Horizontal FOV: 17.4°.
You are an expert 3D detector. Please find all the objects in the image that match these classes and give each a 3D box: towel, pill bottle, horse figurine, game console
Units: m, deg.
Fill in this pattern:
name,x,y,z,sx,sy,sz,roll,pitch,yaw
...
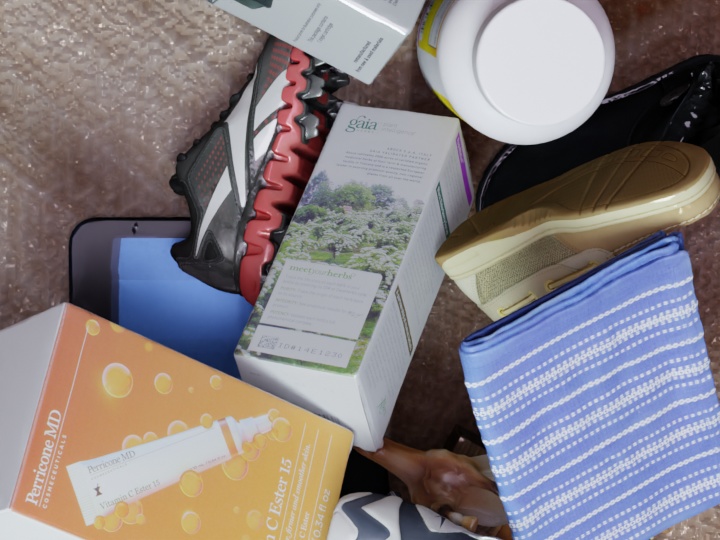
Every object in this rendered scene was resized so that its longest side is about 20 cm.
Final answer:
name,x,y,z,sx,sy,sz,roll,pitch,yaw
towel,0.138,0.084,1.313,0.145,0.024,0.200,-27,126,-12
pill bottle,0.093,-0.130,1.393,0.104,0.200,0.104,-1,99,-4
horse figurine,0.090,0.134,1.414,0.200,0.133,0.050,11,95,-34
game console,-0.083,0.061,1.455,0.200,0.171,0.118,-1,126,-4

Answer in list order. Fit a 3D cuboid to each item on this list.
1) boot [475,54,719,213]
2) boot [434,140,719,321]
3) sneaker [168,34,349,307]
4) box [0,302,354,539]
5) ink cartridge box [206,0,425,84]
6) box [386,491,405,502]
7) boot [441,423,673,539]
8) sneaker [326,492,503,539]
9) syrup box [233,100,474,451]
name,x,y,z,sx,sy,sz,roll,pitch,yaw
boot,0.167,-0.068,1.424,0.200,0.168,0.076,-29,98,1
boot,0.155,0.017,1.363,0.200,0.073,0.155,-21,110,42
sneaker,-0.066,-0.077,1.451,0.098,0.071,0.201,10,83,19
box,-0.119,0.119,1.316,0.200,0.097,0.124,26,63,-28
ink cartridge box,-0.045,-0.226,1.401,0.200,0.083,0.147,27,66,-7
box,0.013,0.266,1.450,0.200,0.104,0.182,-43,140,3
boot,0.152,0.097,1.498,0.155,0.074,0.200,28,108,-6
sneaker,0.036,0.230,1.307,0.130,0.079,0.199,9,83,10
syrup box,0.000,0.000,1.405,0.079,0.081,0.200,10,55,19
